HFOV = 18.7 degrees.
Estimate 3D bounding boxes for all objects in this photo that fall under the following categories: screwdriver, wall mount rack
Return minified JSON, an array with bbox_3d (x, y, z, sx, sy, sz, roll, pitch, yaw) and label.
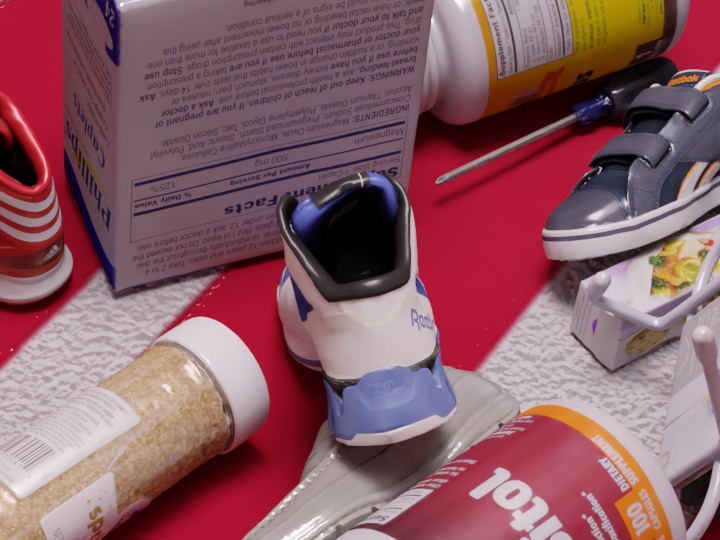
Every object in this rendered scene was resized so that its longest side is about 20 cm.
[{"bbox_3d":[0.117,-0.089,1.329,0.199,0.028,0.029,-24,22,-28],"label":"screwdriver"},{"bbox_3d":[0.161,0.032,1.077,0.074,0.174,0.201,24,56,-13],"label":"wall mount rack"}]

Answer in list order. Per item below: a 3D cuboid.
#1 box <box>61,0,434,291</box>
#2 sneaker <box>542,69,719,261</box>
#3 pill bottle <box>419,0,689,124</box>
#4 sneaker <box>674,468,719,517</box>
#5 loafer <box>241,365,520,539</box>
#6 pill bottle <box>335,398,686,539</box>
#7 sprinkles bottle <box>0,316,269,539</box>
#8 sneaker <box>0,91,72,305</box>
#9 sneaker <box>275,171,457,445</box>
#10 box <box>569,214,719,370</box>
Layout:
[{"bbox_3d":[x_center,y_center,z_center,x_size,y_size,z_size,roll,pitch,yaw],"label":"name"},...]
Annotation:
[{"bbox_3d":[-0.065,-0.111,1.199,0.182,0.201,0.105,-13,47,-21],"label":"box"},{"bbox_3d":[0.175,-0.068,1.265,0.199,0.080,0.078,-24,15,-35],"label":"sneaker"},{"bbox_3d":[0.091,-0.156,1.326,0.198,0.110,0.110,-20,50,-18],"label":"pill bottle"},{"bbox_3d":[0.242,0.062,1.164,0.086,0.081,0.200,35,55,10],"label":"sneaker"},{"bbox_3d":[-0.001,0.108,1.089,0.070,0.070,0.199,31,41,28],"label":"loafer"},{"bbox_3d":[0.049,0.152,1.015,0.199,0.114,0.113,-31,56,-32],"label":"pill bottle"},{"bbox_3d":[-0.136,0.098,1.074,0.068,0.069,0.199,37,51,26],"label":"sprinkles bottle"},{"bbox_3d":[-0.237,-0.074,1.197,0.199,0.116,0.078,26,47,17],"label":"sneaker"},{"bbox_3d":[0.000,0.000,1.108,0.080,0.116,0.200,-12,17,-7],"label":"sneaker"},{"bbox_3d":[0.207,-0.004,1.247,0.199,0.042,0.039,-24,53,-29],"label":"box"}]
